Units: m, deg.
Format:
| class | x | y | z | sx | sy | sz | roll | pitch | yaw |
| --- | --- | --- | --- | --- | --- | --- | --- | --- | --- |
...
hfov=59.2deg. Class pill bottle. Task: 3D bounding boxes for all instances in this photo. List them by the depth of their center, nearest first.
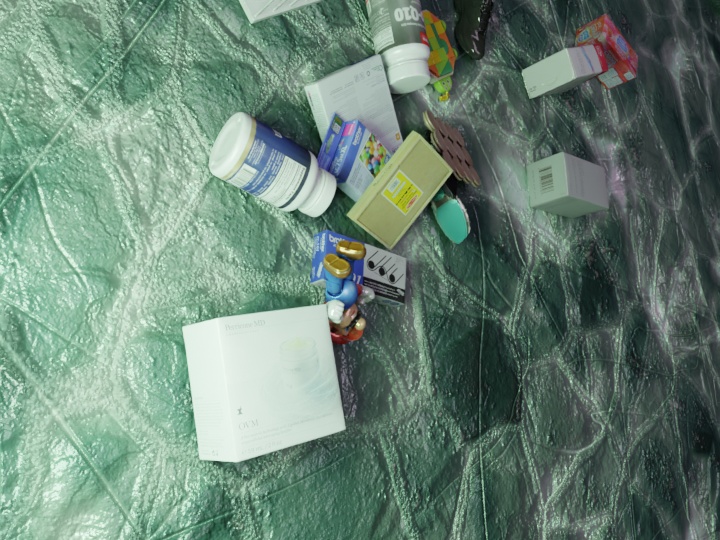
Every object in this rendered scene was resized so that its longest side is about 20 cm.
| class | x | y | z | sx | sy | sz | roll | pitch | yaw |
| --- | --- | --- | --- | --- | --- | --- | --- | --- | --- |
| pill bottle | -0.140 | -0.167 | 1.055 | 0.199 | 0.110 | 0.112 | 26 | 64 | -34 |
| pill bottle | 0.082 | -0.484 | 1.320 | 0.113 | 0.113 | 0.203 | -7 | 85 | -41 |

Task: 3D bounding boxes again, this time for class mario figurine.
| class | x | y | z | sx | sy | sz | roll | pitch | yaw |
| --- | --- | --- | --- | --- | --- | --- | --- | --- | --- |
| mario figurine | -0.015 | 0.052 | 1.068 | 0.122 | 0.201 | 0.106 | -16 | 47 | -20 |

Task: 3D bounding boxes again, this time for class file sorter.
| class | x | y | z | sx | sy | sz | roll | pitch | yaw |
| --- | --- | --- | --- | --- | --- | --- | --- | --- | --- |
| file sorter | -0.131 | -0.563 | 1.148 | 0.200 | 0.124 | 0.140 | -38 | 105 | -40 |

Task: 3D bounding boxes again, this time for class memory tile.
| class | x | y | z | sx | sy | sz | roll | pitch | yaw |
| --- | --- | --- | --- | --- | --- | --- | --- | --- | --- |
| memory tile | 0.199 | -0.260 | 1.377 | 0.199 | 0.017 | 0.155 | 7 | 59 | -59 |

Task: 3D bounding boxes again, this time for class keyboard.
| class | x | y | z | sx | sy | sz | roll | pitch | yaw |
| --- | --- | --- | --- | --- | --- | --- | --- | --- | --- |
| keyboard | 0.167 | -0.239 | 1.339 | 0.127 | 0.020 | 0.201 | 50 | 28 | -23 |

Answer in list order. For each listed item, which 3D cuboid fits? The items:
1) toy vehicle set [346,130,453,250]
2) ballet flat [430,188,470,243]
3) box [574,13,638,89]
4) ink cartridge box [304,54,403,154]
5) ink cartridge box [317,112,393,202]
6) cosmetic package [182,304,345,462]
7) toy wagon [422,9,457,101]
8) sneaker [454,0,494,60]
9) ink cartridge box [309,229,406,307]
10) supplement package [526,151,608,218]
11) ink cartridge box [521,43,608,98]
| class | x | y | z | sx | sy | sz | roll | pitch | yaw |
| --- | --- | --- | --- | --- | --- | --- | --- | --- | --- |
| toy vehicle set | 0.078 | -0.149 | 1.206 | 0.201 | 0.026 | 0.124 | -51 | 133 | 3 |
| ballet flat | 0.182 | -0.157 | 1.362 | 0.072 | 0.071 | 0.201 | -39 | 104 | -39 |
| box | 0.760 | -0.672 | 1.958 | 0.199 | 0.102 | 0.096 | 33 | 60 | -29 |
| ink cartridge box | -0.005 | -0.295 | 1.239 | 0.196 | 0.043 | 0.202 | -37 | 120 | -40 |
| ink cartridge box | 0.005 | -0.196 | 1.201 | 0.199 | 0.042 | 0.121 | 34 | 68 | -41 |
| cosmetic package | -0.145 | 0.165 | 0.967 | 0.198 | 0.122 | 0.203 | -5 | 82 | -41 |
| toy wagon | 0.166 | -0.487 | 1.442 | 0.155 | 0.039 | 0.202 | -33 | 102 | -40 |
| sneaker | 0.282 | -0.614 | 1.539 | 0.075 | 0.090 | 0.203 | 0 | 81 | -42 |
| ink cartridge box | 0.000 | 0.000 | 1.181 | 0.198 | 0.044 | 0.095 | 17 | 67 | -37 |
| supplement package | 0.540 | -0.218 | 1.650 | 0.198 | 0.117 | 0.119 | 8 | 74 | -39 |
| ink cartridge box | 0.556 | -0.541 | 1.720 | 0.199 | 0.147 | 0.087 | -21 | 93 | -42 |
